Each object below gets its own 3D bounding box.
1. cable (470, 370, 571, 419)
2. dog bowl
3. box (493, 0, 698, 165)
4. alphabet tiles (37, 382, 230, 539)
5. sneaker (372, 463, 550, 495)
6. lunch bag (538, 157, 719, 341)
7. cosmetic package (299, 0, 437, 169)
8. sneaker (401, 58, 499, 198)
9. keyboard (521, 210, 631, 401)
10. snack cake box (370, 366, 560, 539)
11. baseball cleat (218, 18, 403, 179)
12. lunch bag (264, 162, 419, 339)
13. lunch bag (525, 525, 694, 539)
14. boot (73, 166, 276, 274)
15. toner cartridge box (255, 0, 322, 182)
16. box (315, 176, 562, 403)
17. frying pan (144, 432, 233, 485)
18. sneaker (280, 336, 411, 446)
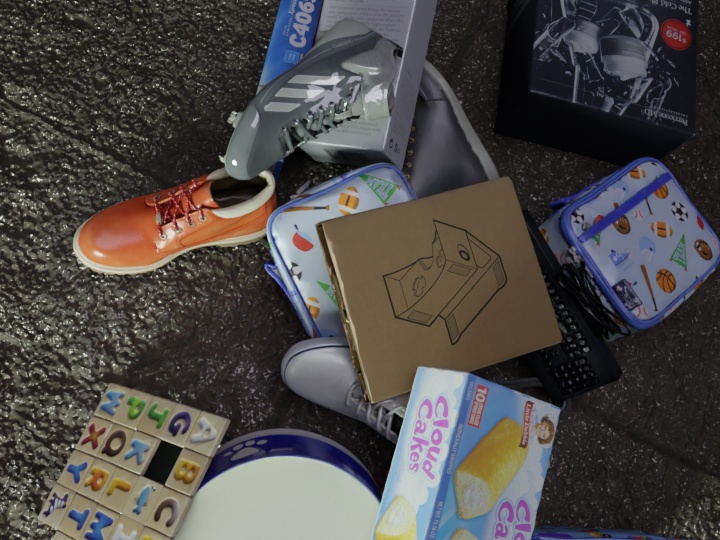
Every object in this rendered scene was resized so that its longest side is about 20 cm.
[{"bbox_3d":[0.118,0.123,0.838,0.200,0.050,0.097,-7,84,-25],"label":"cable"},{"bbox_3d":[-0.068,0.242,0.698,0.200,0.079,0.200,0,94,-7],"label":"dog bowl"},{"bbox_3d":[0.271,-0.236,0.943,0.200,0.104,0.182,11,73,-10],"label":"box"},{"bbox_3d":[-0.208,0.198,0.684,0.008,0.167,0.200,45,61,-44],"label":"alphabet tiles"},{"bbox_3d":[0.081,0.203,0.773,0.200,0.090,0.075,-20,80,-19],"label":"sneaker"},{"bbox_3d":[0.283,-0.028,0.876,0.200,0.076,0.160,-31,86,-33],"label":"lunch bag"},{"bbox_3d":[0.007,-0.211,0.840,0.101,0.071,0.200,10,83,20],"label":"cosmetic package"},{"bbox_3d":[0.055,-0.142,0.877,0.106,0.075,0.200,-33,85,-21],"label":"sneaker"},{"bbox_3d":[0.184,0.033,0.801,0.200,0.104,0.040,57,25,-6],"label":"keyboard"},{"bbox_3d":[0.081,0.190,0.667,0.115,0.067,0.200,23,77,-31],"label":"snack cake box"},{"bbox_3d":[-0.035,-0.149,0.746,0.106,0.070,0.200,30,73,19],"label":"baseball cleat"},{"bbox_3d":[0.000,0.000,0.793,0.160,0.076,0.200,-25,96,1],"label":"lunch bag"},{"bbox_3d":[0.221,0.270,0.756,0.200,0.151,0.094,-6,76,-15],"label":"lunch bag"},{"bbox_3d":[-0.174,-0.055,0.780,0.200,0.107,0.075,-16,80,-16],"label":"boot"},{"bbox_3d":[-0.084,-0.188,0.846,0.043,0.095,0.200,14,71,-8],"label":"toner cartridge box"},{"bbox_3d":[0.073,0.012,0.737,0.200,0.021,0.164,-14,85,-22],"label":"box"},{"bbox_3d":[-0.171,0.224,0.737,0.115,0.031,0.190,16,86,-10],"label":"frying pan"},{"bbox_3d":[0.024,0.116,0.739,0.200,0.071,0.073,18,107,-6],"label":"sneaker"}]
